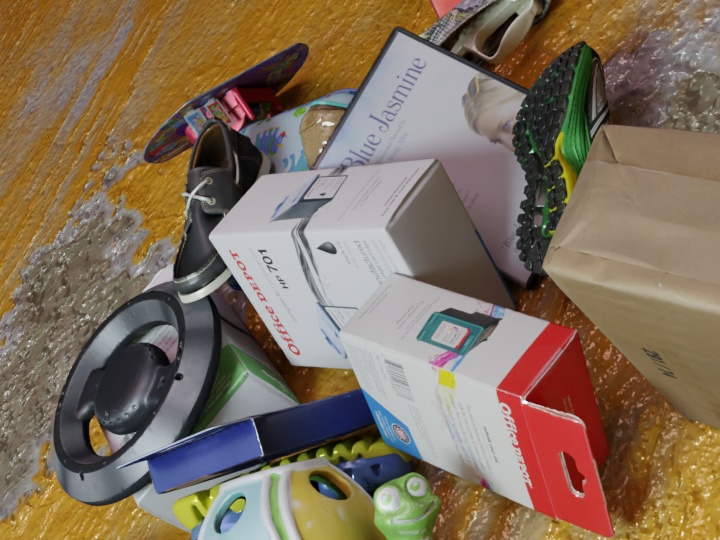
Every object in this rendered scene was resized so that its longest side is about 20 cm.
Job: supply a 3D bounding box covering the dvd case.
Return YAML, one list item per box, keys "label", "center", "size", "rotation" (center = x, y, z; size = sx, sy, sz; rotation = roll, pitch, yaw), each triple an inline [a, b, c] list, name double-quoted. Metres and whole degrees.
- label: "dvd case"
  center: [0.079, -0.093, 0.989]
  size: [0.198, 0.018, 0.144]
  rotation: [28, 79, 13]

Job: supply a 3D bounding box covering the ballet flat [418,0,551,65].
- label: "ballet flat"
  center: [0.091, -0.197, 1.116]
  size: [0.200, 0.072, 0.072]
  rotation: [-41, 39, 16]

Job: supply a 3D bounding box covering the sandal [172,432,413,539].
- label: "sandal"
  center: [-0.044, 0.184, 0.956]
  size: [0.198, 0.079, 0.088]
  rotation: [-24, 80, 21]

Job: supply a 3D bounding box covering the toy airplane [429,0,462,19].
- label: "toy airplane"
  center: [0.068, -0.348, 1.197]
  size: [0.199, 0.141, 0.201]
  rotation: [30, 96, 19]

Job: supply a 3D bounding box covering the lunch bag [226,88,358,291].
- label: "lunch bag"
  center: [-0.059, -0.067, 1.149]
  size: [0.198, 0.082, 0.163]
  rotation: [-15, 50, 37]

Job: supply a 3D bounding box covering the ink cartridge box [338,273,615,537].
- label: "ink cartridge box"
  center: [0.090, 0.086, 0.829]
  size: [0.198, 0.117, 0.067]
  rotation: [18, 52, 40]

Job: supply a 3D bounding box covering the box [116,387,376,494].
- label: "box"
  center: [-0.070, 0.124, 0.922]
  size: [0.120, 0.199, 0.033]
  rotation: [-25, 78, 38]

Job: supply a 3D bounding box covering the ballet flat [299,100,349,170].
- label: "ballet flat"
  center: [0.046, -0.095, 1.035]
  size: [0.197, 0.068, 0.073]
  rotation: [6, 79, 1]

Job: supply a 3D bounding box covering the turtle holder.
- label: "turtle holder"
  center: [-0.037, 0.196, 0.838]
  size: [0.185, 0.139, 0.134]
  rotation: [-37, 64, 62]

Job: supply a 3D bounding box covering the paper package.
- label: "paper package"
  center: [0.229, 0.018, 0.696]
  size: [0.190, 0.200, 0.104]
  rotation: [16, 72, 49]

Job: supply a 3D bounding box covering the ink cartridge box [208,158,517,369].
- label: "ink cartridge box"
  center: [0.000, 0.000, 0.972]
  size: [0.198, 0.147, 0.086]
  rotation: [-2, 39, 44]

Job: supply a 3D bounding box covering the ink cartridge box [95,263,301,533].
- label: "ink cartridge box"
  center: [-0.153, 0.108, 1.102]
  size: [0.146, 0.084, 0.200]
  rotation: [-49, 38, 5]

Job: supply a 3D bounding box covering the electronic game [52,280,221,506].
- label: "electronic game"
  center: [-0.188, 0.099, 1.041]
  size: [0.199, 0.041, 0.202]
  rotation: [-28, 44, 31]

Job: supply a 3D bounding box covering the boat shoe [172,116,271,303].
- label: "boat shoe"
  center: [-0.130, -0.052, 1.063]
  size: [0.071, 0.068, 0.201]
  rotation: [-21, 36, 26]

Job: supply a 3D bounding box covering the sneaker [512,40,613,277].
- label: "sneaker"
  center: [0.164, -0.079, 0.936]
  size: [0.078, 0.084, 0.203]
  rotation: [-37, 43, 55]

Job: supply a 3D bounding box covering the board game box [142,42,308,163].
- label: "board game box"
  center: [-0.124, -0.150, 1.254]
  size: [0.199, 0.039, 0.158]
  rotation: [-33, -5, -25]
